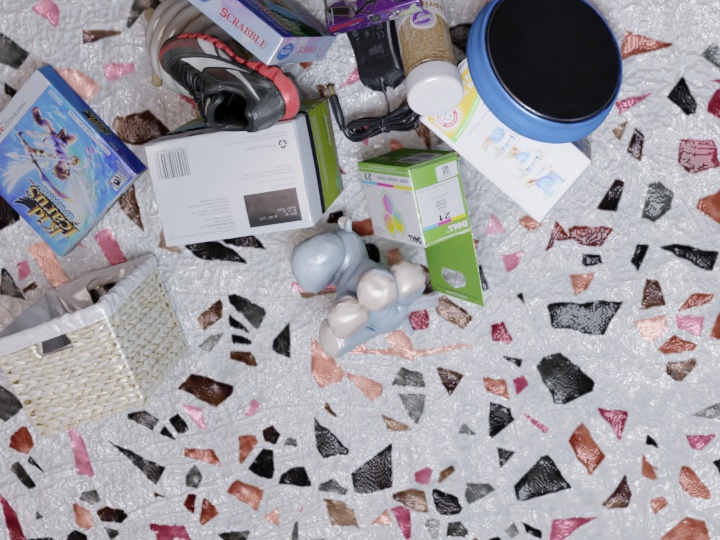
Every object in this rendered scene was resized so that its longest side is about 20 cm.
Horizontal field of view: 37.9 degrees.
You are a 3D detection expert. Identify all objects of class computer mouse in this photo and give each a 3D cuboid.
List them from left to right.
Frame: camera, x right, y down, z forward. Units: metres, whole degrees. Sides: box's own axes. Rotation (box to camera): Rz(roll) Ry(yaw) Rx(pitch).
[{"bbox_3d":[0.008,-0.269,1.364,0.139,0.046,0.203,-15,97,38],"label":"computer mouse"}]

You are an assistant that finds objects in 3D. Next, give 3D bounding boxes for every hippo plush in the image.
[{"bbox_3d":[0.000,0.000,1.389,0.162,0.198,0.160,55,133,20],"label":"hippo plush"}]

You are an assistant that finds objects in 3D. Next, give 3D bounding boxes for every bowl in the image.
[{"bbox_3d":[0.225,-0.252,1.255,0.197,0.039,0.204,6,71,-16],"label":"bowl"}]

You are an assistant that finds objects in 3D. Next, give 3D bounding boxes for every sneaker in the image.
[{"bbox_3d":[-0.170,-0.217,1.227,0.198,0.098,0.072,27,140,22],"label":"sneaker"}]

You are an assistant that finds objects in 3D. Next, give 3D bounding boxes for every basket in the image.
[{"bbox_3d":[-0.373,0.104,1.474,0.195,0.200,0.163,-18,105,17],"label":"basket"}]

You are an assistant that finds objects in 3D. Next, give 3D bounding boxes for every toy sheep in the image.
[{"bbox_3d":[-0.216,-0.287,1.358,0.199,0.137,0.140,33,113,23],"label":"toy sheep"}]

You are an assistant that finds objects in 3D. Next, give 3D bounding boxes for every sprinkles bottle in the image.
[{"bbox_3d":[0.076,-0.283,1.266,0.067,0.203,0.069,-6,148,-4],"label":"sprinkles bottle"}]

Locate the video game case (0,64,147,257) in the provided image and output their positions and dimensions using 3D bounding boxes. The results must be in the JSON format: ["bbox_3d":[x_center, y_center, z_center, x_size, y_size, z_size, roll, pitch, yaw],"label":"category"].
[{"bbox_3d":[-0.433,-0.152,1.487,0.181,0.046,0.200,-42,96,21],"label":"video game case"}]

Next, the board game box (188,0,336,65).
[{"bbox_3d":[-0.142,-0.329,1.277,0.199,0.199,0.041,40,110,4],"label":"board game box"}]

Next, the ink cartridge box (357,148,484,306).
[{"bbox_3d":[0.079,-0.049,1.354,0.075,0.147,0.204,-19,105,-22],"label":"ink cartridge box"}]

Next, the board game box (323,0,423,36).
[{"bbox_3d":[0.006,-0.392,1.274,0.118,0.032,0.204,-11,70,11],"label":"board game box"}]

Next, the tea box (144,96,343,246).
[{"bbox_3d":[-0.142,-0.131,1.352,0.196,0.197,0.136,-7,105,12],"label":"tea box"}]

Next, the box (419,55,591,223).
[{"bbox_3d":[0.184,-0.173,1.317,0.199,0.113,0.102,40,110,-2],"label":"box"}]
